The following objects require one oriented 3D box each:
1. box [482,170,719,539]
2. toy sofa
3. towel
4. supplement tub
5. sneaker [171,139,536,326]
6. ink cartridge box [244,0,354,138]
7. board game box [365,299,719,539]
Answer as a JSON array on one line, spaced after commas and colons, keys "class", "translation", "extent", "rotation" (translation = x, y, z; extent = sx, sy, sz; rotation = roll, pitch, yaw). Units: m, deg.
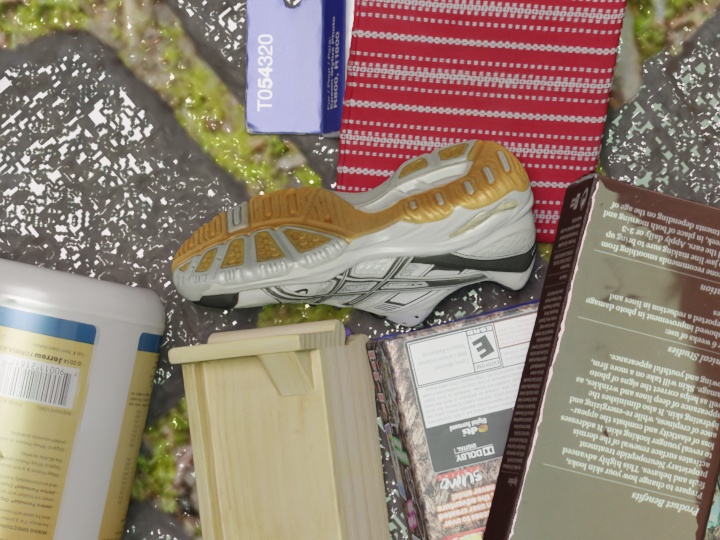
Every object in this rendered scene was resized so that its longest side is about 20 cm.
[{"class": "box", "translation": [0.135, 0.061, 1.239], "extent": [0.100, 0.075, 0.201], "rotation": [15, 84, -6]}, {"class": "toy sofa", "translation": [-0.039, 0.130, 1.337], "extent": [0.082, 0.098, 0.201], "rotation": [-7, 89, 23]}, {"class": "towel", "translation": [0.063, -0.102, 1.307], "extent": [0.144, 0.023, 0.201], "rotation": [3, 127, -5]}, {"class": "supplement tub", "translation": [-0.190, 0.096, 1.294], "extent": [0.144, 0.145, 0.201], "rotation": [12, 88, -1]}, {"class": "sneaker", "translation": [0.000, 0.000, 1.320], "extent": [0.199, 0.076, 0.088], "rotation": [-13, 127, 7]}, {"class": "ink cartridge box", "translation": [0.035, -0.172, 1.357], "extent": [0.199, 0.043, 0.198], "rotation": [0, 89, -3]}, {"class": "board game box", "translation": [0.105, 0.116, 1.317], "extent": [0.159, 0.097, 0.201], "rotation": [-12, 89, -7]}]
